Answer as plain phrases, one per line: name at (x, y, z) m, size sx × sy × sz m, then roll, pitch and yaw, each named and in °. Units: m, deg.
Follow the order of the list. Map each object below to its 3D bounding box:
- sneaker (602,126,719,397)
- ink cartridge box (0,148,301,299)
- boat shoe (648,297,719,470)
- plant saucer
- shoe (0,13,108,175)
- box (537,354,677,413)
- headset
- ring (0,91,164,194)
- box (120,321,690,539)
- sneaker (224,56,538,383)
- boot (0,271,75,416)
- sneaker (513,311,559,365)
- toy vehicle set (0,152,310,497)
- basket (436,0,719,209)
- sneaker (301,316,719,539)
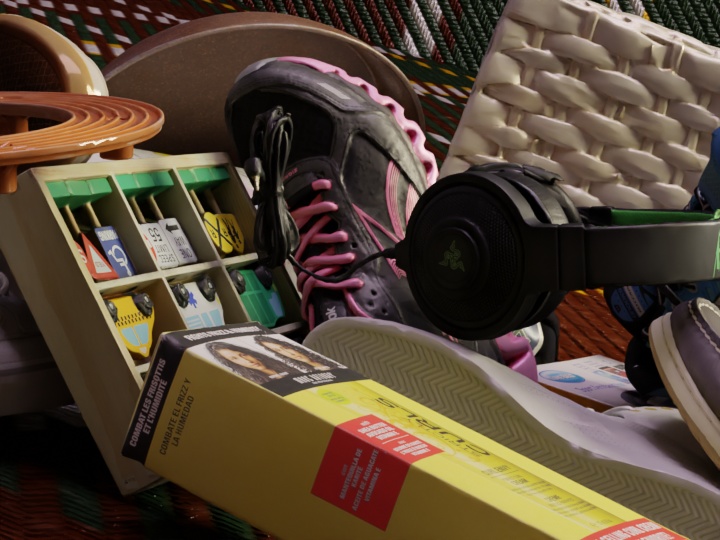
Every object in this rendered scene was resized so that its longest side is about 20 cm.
sneaker at (0.153, 0.007, 1.185) m, size 0.089 × 0.079 × 0.201 m, roll -8°, pitch -34°, yaw -3°
ink cartridge box at (-0.078, -0.003, 1.281) m, size 0.199 × 0.085 × 0.145 m, roll 9°, pitch 9°, yaw -30°
boat shoe at (0.179, 0.076, 1.019) m, size 0.072 × 0.065 × 0.200 m, roll 30°, pitch 21°, yaw -45°
plant saucer at (-0.067, -0.063, 1.368) m, size 0.199 × 0.201 × 0.035 m, roll 8°, pitch 46°, yaw -30°
shoe at (-0.146, -0.076, 1.171) m, size 0.053 × 0.071 × 0.200 m, roll -6°, pitch 7°, yaw -27°
box at (0.152, 0.081, 1.261) m, size 0.199 × 0.042 × 0.119 m, roll 20°, pitch 11°, yaw 24°
headset at (0.053, -0.023, 1.097) m, size 0.198 × 0.095 × 0.123 m, roll -2°, pitch 4°, yaw 10°
ring at (-0.171, -0.046, 0.995) m, size 0.199 × 0.019 × 0.200 m, roll -1°, pitch 11°, yaw 0°
box at (0.019, 0.081, 0.944) m, size 0.199 × 0.050 × 0.075 m, roll 27°, pitch 14°, yaw 25°
sneaker at (0.000, 0.000, 1.169) m, size 0.079 × 0.201 × 0.095 m, roll -32°, pitch 3°, yaw 33°
boot at (-0.152, 0.006, 1.028) m, size 0.073 × 0.096 × 0.200 m, roll -2°, pitch 3°, yaw 19°
sneaker at (0.062, 0.029, 1.408) m, size 0.090 × 0.067 × 0.200 m, roll 44°, pitch -1°, yaw 8°
toy vehicle set at (-0.073, 0.016, 1.091) m, size 0.026 × 0.125 × 0.200 m, roll -29°, pitch -5°, yaw 18°
basket at (0.145, -0.057, 1.384) m, size 0.199 × 0.136 × 0.123 m, roll 22°, pitch 1°, yaw 5°
sneaker at (0.074, 0.076, 1.087) m, size 0.199 × 0.074 × 0.115 m, roll 27°, pitch 10°, yaw 16°
